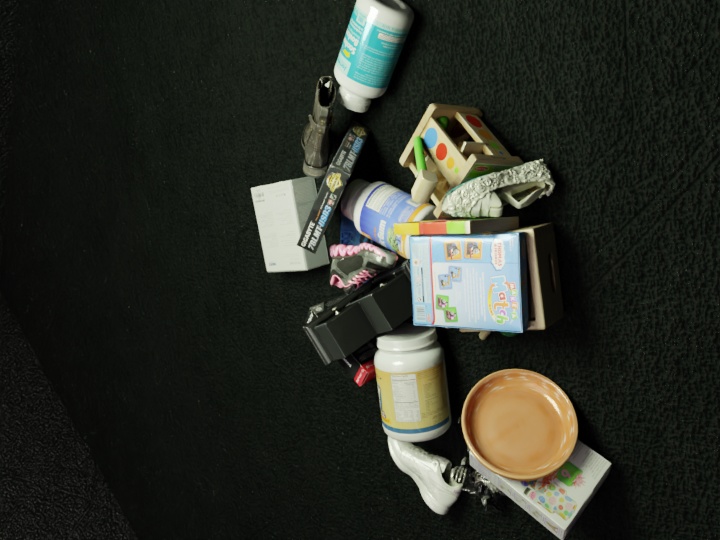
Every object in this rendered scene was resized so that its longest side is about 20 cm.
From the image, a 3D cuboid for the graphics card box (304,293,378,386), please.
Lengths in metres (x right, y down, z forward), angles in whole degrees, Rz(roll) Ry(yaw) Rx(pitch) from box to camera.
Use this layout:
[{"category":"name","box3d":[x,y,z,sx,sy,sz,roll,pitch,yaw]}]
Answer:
[{"category":"graphics card box","box3d":[-0.016,0.145,1.386,0.200,0.124,0.051,46,130,23]}]

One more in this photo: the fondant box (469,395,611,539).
[{"category":"fondant box","box3d":[0.307,0.335,1.110,0.198,0.144,0.059,33,154,33]}]

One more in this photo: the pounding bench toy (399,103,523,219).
[{"category":"pounding bench toy","box3d":[0.135,-0.188,1.067,0.158,0.196,0.125,58,134,29]}]

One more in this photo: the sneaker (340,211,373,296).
[{"category":"sneaker","box3d":[-0.017,-0.044,1.364,0.065,0.077,0.206,-1,101,46]}]

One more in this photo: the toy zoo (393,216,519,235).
[{"category":"toy zoo","box3d":[0.146,-0.074,1.068,0.197,0.129,0.021,2,98,49]}]

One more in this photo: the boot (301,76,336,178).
[{"category":"boot","box3d":[-0.075,-0.303,1.276,0.203,0.067,0.177,-96,14,-48]}]

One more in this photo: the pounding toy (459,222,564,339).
[{"category":"pounding toy","box3d":[0.248,0.033,1.105,0.180,0.141,0.206,-5,95,36]}]

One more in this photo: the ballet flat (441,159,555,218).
[{"category":"ballet flat","box3d":[0.226,-0.122,1.019,0.072,0.196,0.073,159,89,-76]}]

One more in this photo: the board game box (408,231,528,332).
[{"category":"board game box","box3d":[0.173,0.016,1.046,0.196,0.036,0.156,2,99,36]}]

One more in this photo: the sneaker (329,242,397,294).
[{"category":"sneaker","box3d":[0.000,0.000,1.251,0.198,0.078,0.098,-1,72,57]}]

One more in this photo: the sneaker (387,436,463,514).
[{"category":"sneaker","box3d":[0.141,0.411,1.369,0.200,0.074,0.100,47,112,23]}]

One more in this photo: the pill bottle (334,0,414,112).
[{"category":"pill bottle","box3d":[0.017,-0.403,1.194,0.111,0.109,0.203,43,128,26]}]

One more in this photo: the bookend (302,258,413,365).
[{"category":"bookend","box3d":[0.010,0.085,1.239,0.093,0.198,0.198,56,160,-2]}]

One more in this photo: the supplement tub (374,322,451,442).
[{"category":"supplement tub","box3d":[0.103,0.220,1.279,0.142,0.143,0.206,2,104,43]}]

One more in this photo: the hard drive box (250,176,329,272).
[{"category":"hard drive box","box3d":[-0.164,-0.105,1.488,0.153,0.076,0.206,-1,101,44]}]

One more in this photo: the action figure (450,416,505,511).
[{"category":"action figure","box3d":[0.233,0.384,1.235,0.116,0.101,0.206,-6,97,33]}]

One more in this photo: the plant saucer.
[{"category":"plant saucer","box3d":[0.273,0.268,1.110,0.198,0.200,0.038,33,155,32]}]

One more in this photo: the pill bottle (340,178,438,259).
[{"category":"pill bottle","box3d":[0.056,-0.105,1.247,0.198,0.111,0.115,29,122,35]}]

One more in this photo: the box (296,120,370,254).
[{"category":"box","box3d":[-0.054,-0.169,1.284,0.049,0.202,0.201,23,128,-5]}]
